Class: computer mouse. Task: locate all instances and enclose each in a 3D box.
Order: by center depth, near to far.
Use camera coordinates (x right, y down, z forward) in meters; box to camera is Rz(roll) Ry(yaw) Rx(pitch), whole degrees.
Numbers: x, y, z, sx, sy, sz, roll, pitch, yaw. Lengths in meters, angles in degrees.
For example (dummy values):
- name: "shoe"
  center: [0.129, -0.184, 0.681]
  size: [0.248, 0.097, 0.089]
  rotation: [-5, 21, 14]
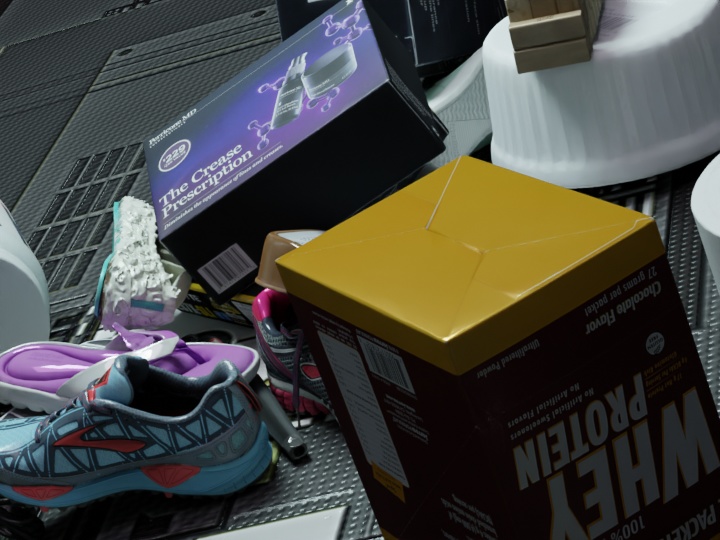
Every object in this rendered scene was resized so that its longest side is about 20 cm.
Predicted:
- name: "computer mouse"
  center: [-0.210, 0.116, 1.672]
  size: [0.109, 0.044, 0.200]
  rotation: [7, 35, 33]

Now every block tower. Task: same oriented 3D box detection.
- name: "block tower"
  center: [0.144, -0.205, 1.777]
  size: [0.058, 0.054, 0.200]
  rotation: [-9, 23, 12]

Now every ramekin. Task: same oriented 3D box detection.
- name: "ramekin"
  center: [0.185, -0.144, 1.807]
  size: [0.200, 0.098, 0.201]
  rotation: [-13, 22, 5]

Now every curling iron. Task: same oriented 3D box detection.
- name: "curling iron"
  center: [-0.081, 0.088, 1.650]
  size: [0.050, 0.026, 0.200]
  rotation: [-51, 34, -5]

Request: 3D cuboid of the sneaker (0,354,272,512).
- name: "sneaker"
  center: [-0.159, 0.092, 1.568]
  size: [0.199, 0.096, 0.079]
  rotation: [-5, 32, 5]

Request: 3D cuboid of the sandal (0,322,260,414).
- name: "sandal"
  center: [-0.167, 0.063, 1.649]
  size: [0.202, 0.050, 0.083]
  rotation: [-3, 31, 21]

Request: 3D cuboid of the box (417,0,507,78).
- name: "box"
  center: [0.092, -0.273, 2.061]
  size: [0.157, 0.201, 0.050]
  rotation: [-11, 14, 25]

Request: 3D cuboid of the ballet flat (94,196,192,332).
- name: "ballet flat"
  center: [-0.153, 0.000, 1.759]
  size: [0.072, 0.072, 0.200]
  rotation: [-19, 19, 5]

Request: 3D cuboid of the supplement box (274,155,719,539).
- name: "supplement box"
  center: [0.083, 0.070, 1.320]
  size: [0.133, 0.201, 0.197]
  rotation: [-30, 24, -19]

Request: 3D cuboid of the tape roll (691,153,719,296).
- name: "tape roll"
  center: [0.301, -0.007, 1.381]
  size: [0.202, 0.140, 0.203]
  rotation: [-18, 24, 8]

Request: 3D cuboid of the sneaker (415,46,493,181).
- name: "sneaker"
  center: [0.063, -0.124, 1.930]
  size: [0.118, 0.074, 0.200]
  rotation: [-12, 16, 44]

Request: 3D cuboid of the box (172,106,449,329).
- name: "box"
  center: [-0.048, -0.048, 1.809]
  size: [0.159, 0.049, 0.200]
  rotation: [10, 58, 54]

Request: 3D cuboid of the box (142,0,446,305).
- name: "box"
  center: [-0.051, -0.089, 1.747]
  size: [0.200, 0.079, 0.141]
  rotation: [-34, 30, 12]

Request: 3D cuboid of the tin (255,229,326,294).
- name: "tin"
  center: [0.000, 0.000, 1.632]
  size: [0.112, 0.042, 0.200]
  rotation: [8, 4, 15]

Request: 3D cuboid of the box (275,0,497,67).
- name: "box"
  center: [0.016, -0.258, 1.942]
  size: [0.117, 0.197, 0.200]
  rotation: [-6, 6, 24]

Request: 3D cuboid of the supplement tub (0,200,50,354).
- name: "supplement tub"
  center: [-0.313, 0.015, 1.859]
  size: [0.140, 0.141, 0.200]
  rotation: [-25, 23, -8]

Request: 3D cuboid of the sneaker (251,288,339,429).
- name: "sneaker"
  center: [-0.005, 0.059, 1.582]
  size: [0.081, 0.075, 0.200]
  rotation: [-36, 28, -31]
